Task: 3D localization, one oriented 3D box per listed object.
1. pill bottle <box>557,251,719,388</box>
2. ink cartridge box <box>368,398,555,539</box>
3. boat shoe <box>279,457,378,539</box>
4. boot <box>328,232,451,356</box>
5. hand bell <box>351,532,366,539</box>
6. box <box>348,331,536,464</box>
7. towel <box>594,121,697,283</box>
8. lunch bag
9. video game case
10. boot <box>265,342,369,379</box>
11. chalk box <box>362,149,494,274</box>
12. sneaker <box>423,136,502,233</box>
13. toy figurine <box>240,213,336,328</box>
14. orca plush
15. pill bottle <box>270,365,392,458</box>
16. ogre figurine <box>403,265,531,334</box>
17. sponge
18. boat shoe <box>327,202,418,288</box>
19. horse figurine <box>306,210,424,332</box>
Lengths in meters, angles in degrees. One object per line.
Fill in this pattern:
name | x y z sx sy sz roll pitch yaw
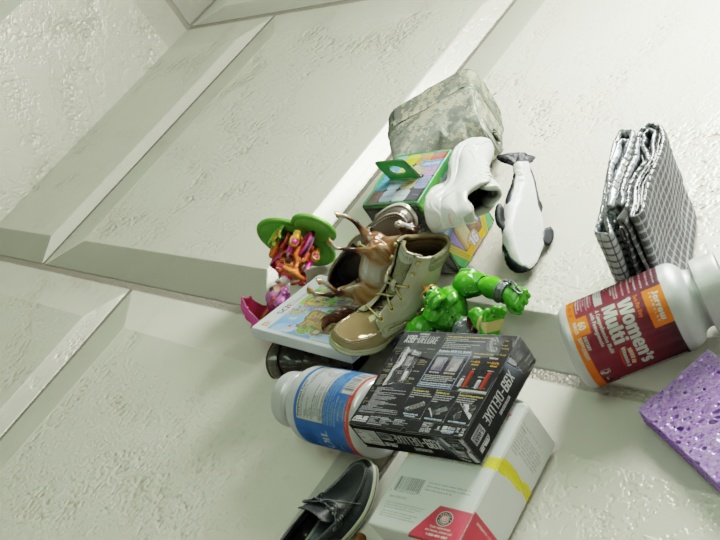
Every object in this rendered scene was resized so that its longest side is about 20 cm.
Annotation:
pill bottle | 0.349 0.058 1.281 0.198 0.110 0.110 -25 33 20
ink cartridge box | 0.125 0.255 1.275 0.144 0.084 0.201 0 48 47
boat shoe | -0.045 0.323 1.383 0.074 0.062 0.200 7 51 52
boot | 0.044 0.031 1.526 0.199 0.156 0.072 -22 50 -36
hand bell | -0.020 0.391 1.269 0.103 0.105 0.201 -21 22 25
box | 0.099 0.151 1.311 0.199 0.050 0.158 -2 45 47
towel | 0.375 -0.068 1.372 0.085 0.166 0.201 -7 42 31
lunch bag | 0.147 -0.225 1.833 0.198 0.140 0.169 -25 32 20
video game case | -0.040 0.071 1.651 0.198 0.022 0.182 11 34 35
boot | -0.046 0.105 1.682 0.172 0.070 0.201 -8 37 26
chalk box | 0.098 -0.107 1.667 0.124 0.201 0.124 2 46 45
sneaker | 0.173 -0.126 1.575 0.098 0.078 0.201 3 45 31
toy figurine | -0.129 0.020 1.800 0.200 0.149 0.186 -31 35 59
orca plush | 0.227 -0.080 1.601 0.071 0.104 0.202 -39 55 52
pill bottle | -0.035 0.195 1.493 0.199 0.113 0.113 4 49 49
ogre figurine | 0.135 0.076 1.499 0.201 0.097 0.120 -59 42 17
sponge | 0.401 0.173 1.154 0.111 0.030 0.200 -38 31 -1
boat shoe | 0.016 -0.031 1.631 0.059 0.072 0.200 -37 -4 -46
horse figurine | 0.000 0.000 1.577 0.050 0.131 0.202 -115 42 -64
